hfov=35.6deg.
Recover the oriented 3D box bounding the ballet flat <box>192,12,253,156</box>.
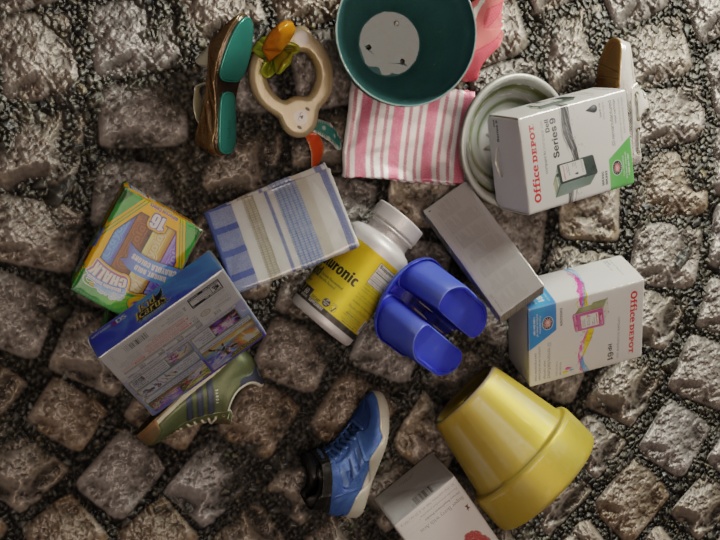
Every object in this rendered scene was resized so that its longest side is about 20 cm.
[{"bbox_3d":[-0.202,-0.263,1.576,0.072,0.068,0.203,15,102,29],"label":"ballet flat"}]

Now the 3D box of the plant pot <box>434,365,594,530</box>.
[{"bbox_3d":[0.221,0.256,1.709,0.201,0.201,0.189,-45,90,-4],"label":"plant pot"}]

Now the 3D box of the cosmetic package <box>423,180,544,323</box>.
[{"bbox_3d":[0.182,-0.027,1.666,0.082,0.051,0.201,-33,72,-5],"label":"cosmetic package"}]

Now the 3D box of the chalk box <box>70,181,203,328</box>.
[{"bbox_3d":[-0.323,-0.003,1.553,0.123,0.125,0.202,30,89,-17],"label":"chalk box"}]

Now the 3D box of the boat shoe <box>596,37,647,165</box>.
[{"bbox_3d":[0.409,-0.259,1.733,0.068,0.071,0.203,-7,109,-14],"label":"boat shoe"}]

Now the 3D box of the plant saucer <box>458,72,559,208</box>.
[{"bbox_3d":[0.225,-0.196,1.692,0.198,0.050,0.203,-6,103,-26],"label":"plant saucer"}]

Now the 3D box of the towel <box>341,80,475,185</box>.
[{"bbox_3d":[0.072,-0.205,1.671,0.197,0.030,0.149,3,97,-16],"label":"towel"}]

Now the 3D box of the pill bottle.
[{"bbox_3d":[0.000,0.000,1.644,0.111,0.111,0.201,39,87,-16],"label":"pill bottle"}]

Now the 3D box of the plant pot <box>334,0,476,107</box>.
[{"bbox_3d":[0.053,-0.330,1.588,0.197,0.135,0.203,-1,94,-9],"label":"plant pot"}]

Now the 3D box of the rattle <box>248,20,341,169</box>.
[{"bbox_3d":[-0.074,-0.245,1.576,0.129,0.142,0.203,-20,97,-29],"label":"rattle"}]

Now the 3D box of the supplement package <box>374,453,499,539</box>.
[{"bbox_3d":[0.135,0.411,1.737,0.121,0.120,0.201,-37,106,-7],"label":"supplement package"}]

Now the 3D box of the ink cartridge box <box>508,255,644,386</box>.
[{"bbox_3d":[0.335,0.077,1.737,0.197,0.085,0.146,-14,121,-13],"label":"ink cartridge box"}]

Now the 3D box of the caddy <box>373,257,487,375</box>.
[{"bbox_3d":[0.097,0.065,1.653,0.142,0.105,0.200,-53,145,-2],"label":"caddy"}]

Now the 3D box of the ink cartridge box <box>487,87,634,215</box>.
[{"bbox_3d":[0.297,-0.177,1.656,0.198,0.084,0.148,-18,108,-23],"label":"ink cartridge box"}]

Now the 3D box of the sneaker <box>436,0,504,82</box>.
[{"bbox_3d":[0.181,-0.374,1.663,0.086,0.074,0.202,26,97,-28],"label":"sneaker"}]

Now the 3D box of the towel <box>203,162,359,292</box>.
[{"bbox_3d":[-0.113,-0.060,1.605,0.198,0.024,0.148,-22,66,-5],"label":"towel"}]

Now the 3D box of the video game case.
[{"bbox_3d":[-0.245,0.089,1.522,0.199,0.046,0.182,-35,145,-7],"label":"video game case"}]

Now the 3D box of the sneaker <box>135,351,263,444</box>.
[{"bbox_3d":[-0.226,0.198,1.630,0.200,0.067,0.090,-45,101,-7],"label":"sneaker"}]

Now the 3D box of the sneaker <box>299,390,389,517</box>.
[{"bbox_3d":[-0.030,0.274,1.695,0.110,0.077,0.203,12,102,-25],"label":"sneaker"}]

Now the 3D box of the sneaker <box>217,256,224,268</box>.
[{"bbox_3d":[-0.237,0.071,1.624,0.200,0.067,0.090,-43,124,-12],"label":"sneaker"}]
